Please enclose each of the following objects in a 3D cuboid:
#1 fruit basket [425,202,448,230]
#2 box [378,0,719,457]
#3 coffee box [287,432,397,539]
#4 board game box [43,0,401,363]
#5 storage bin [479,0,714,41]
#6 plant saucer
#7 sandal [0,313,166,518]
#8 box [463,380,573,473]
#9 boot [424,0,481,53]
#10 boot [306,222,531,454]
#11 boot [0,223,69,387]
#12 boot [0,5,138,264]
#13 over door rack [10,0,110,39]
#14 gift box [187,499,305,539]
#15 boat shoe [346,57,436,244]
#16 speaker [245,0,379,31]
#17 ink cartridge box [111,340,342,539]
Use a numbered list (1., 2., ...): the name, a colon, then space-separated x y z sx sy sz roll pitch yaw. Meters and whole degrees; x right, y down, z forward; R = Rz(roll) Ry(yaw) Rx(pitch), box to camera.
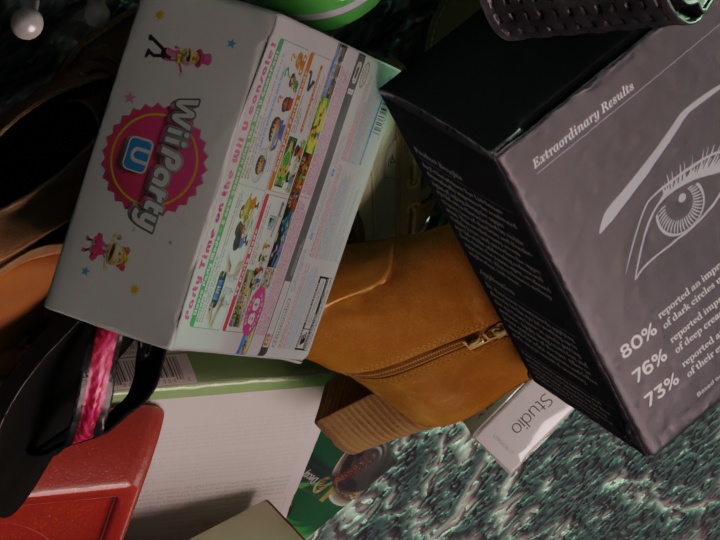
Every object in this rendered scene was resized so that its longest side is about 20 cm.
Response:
1. fruit basket: 0.094 -0.066 1.556 0.185 0.093 0.201 -71 176 -54
2. box: 0.125 -0.041 1.388 0.148 0.104 0.200 -38 124 -14
3. coffee box: -0.076 0.137 1.700 0.200 0.044 0.123 -39 151 -8
4. board game box: -0.055 -0.039 1.310 0.200 0.064 0.148 15 94 -75
5. storage bin: 0.093 -0.212 1.266 0.135 0.093 0.200 -54 131 -43
6. plant saucer: -0.207 0.157 1.516 0.199 0.037 0.200 -4 135 -29
7. sandal: -0.113 0.034 1.382 0.200 0.045 0.075 -55 163 2
8. box: 0.103 0.023 1.654 0.144 0.200 0.036 -45 107 4
9. boot: 0.076 -0.181 1.433 0.200 0.073 0.155 -50 151 9
10. boot: 0.000 0.001 1.474 0.144 0.071 0.201 -29 121 26
11. boot: -0.179 0.019 1.382 0.200 0.074 0.155 -26 149 -27
12. boot: -0.111 -0.067 1.310 0.200 0.074 0.075 -40 -176 -34
13. over door rack: -0.159 -0.126 1.183 0.148 0.067 0.200 -36 155 20
14. gift box: -0.075 0.259 1.547 0.186 0.200 0.185 -24 142 -34
15. boat shoe: 0.007 -0.036 1.543 0.069 0.074 0.200 -34 154 -18
16. speaker: -0.033 -0.189 1.274 0.088 0.088 0.200 -36 151 -12
17. ink cartridge box: -0.104 0.114 1.596 0.145 0.048 0.200 -4 137 -26
